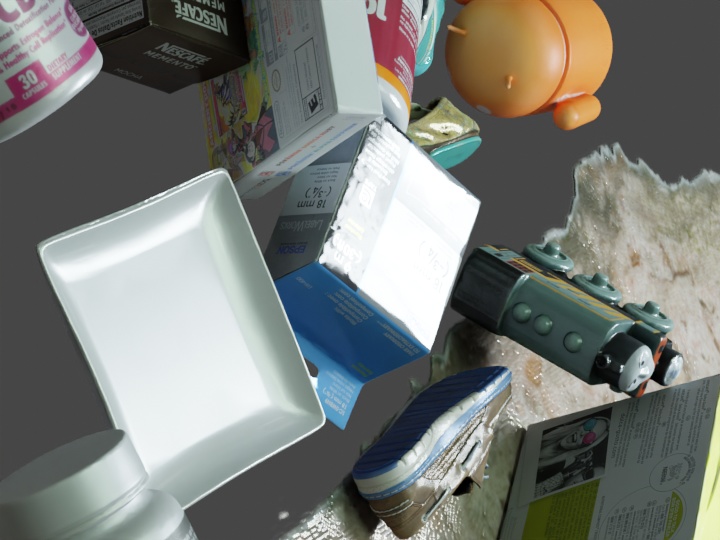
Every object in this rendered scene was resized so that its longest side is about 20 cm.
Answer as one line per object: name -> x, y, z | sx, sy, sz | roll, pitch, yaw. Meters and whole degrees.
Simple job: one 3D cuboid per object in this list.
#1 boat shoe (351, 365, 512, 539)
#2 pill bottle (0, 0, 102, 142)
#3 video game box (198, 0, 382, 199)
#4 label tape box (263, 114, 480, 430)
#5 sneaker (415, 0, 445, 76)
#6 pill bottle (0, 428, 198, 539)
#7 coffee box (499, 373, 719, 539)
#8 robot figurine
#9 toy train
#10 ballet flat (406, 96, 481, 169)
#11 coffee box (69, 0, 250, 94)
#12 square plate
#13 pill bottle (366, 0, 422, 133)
boat shoe -> 0.062, 0.141, 1.736 | 0.200, 0.072, 0.072 | -37, 111, -46
pill bottle -> -0.256, -0.183, 1.370 | 0.200, 0.113, 0.113 | 59, 35, -19
video game box -> -0.060, -0.172, 1.595 | 0.047, 0.182, 0.200 | 2, 72, -34
label tape box -> 0.000, 0.000, 1.656 | 0.144, 0.063, 0.200 | 39, 62, -39
sneaker -> 0.040, -0.257, 1.911 | 0.080, 0.077, 0.200 | 58, 34, -56
pill bottle -> -0.140, 0.204, 1.349 | 0.114, 0.114, 0.200 | -41, 109, -56
coffee box -> 0.250, 0.240, 1.837 | 0.200, 0.198, 0.200 | 52, 37, -28
robot figurine -> 0.148, -0.197, 1.984 | 0.200, 0.117, 0.144 | -16, 103, -59
toy train -> 0.170, 0.041, 1.848 | 0.114, 0.200, 0.085 | -5, 122, -57
ballet flat -> 0.030, -0.102, 1.813 | 0.200, 0.071, 0.071 | -26, 96, -57
coffee box -> -0.153, -0.239, 1.583 | 0.113, 0.080, 0.200 | 14, 63, -54
square plate -> -0.123, 0.049, 1.515 | 0.198, 0.028, 0.200 | -27, 98, -50
pill bottle -> -0.010, -0.190, 1.744 | 0.113, 0.113, 0.200 | 41, 42, -39
